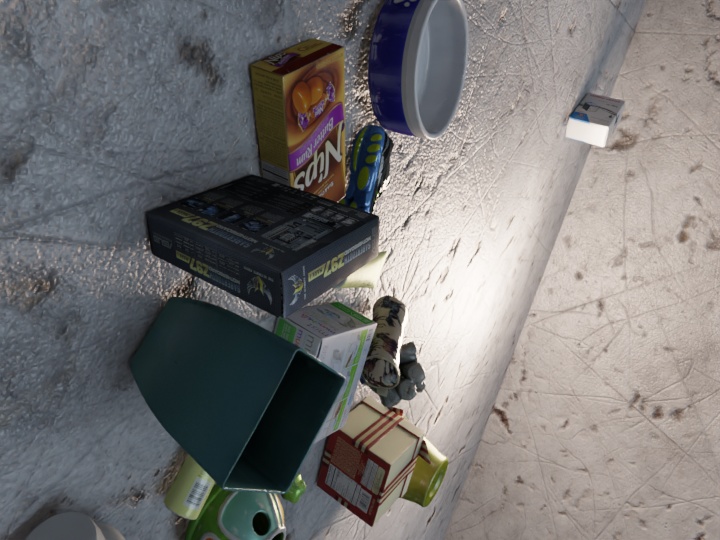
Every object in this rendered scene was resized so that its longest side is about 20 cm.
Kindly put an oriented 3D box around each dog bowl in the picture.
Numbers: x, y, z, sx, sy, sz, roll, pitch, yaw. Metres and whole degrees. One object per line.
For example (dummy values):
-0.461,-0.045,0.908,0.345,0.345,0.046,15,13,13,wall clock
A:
0.090,-0.305,0.816,0.199,0.077,0.207,-40,137,-50,dog bowl

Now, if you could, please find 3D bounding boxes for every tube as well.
0.000,0.000,0.958,0.057,0.053,0.199,-27,170,22,tube
-0.198,0.233,0.762,0.205,0.051,0.058,-63,-165,-14,tube

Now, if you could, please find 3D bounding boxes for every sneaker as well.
0.010,-0.117,0.854,0.082,0.069,0.207,4,105,-55,sneaker

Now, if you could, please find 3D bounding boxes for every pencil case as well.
0.047,0.133,1.036,0.202,0.075,0.092,-73,175,-56,pencil case

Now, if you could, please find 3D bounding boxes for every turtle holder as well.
-0.174,0.387,0.847,0.184,0.129,0.145,13,100,-63,turtle holder

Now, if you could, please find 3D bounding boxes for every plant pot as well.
0.115,0.489,1.400,0.200,0.189,0.205,-41,144,-38,plant pot
-0.146,0.122,0.611,0.144,0.196,0.142,-59,152,-10,plant pot

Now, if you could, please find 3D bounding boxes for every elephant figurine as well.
0.062,0.217,1.172,0.138,0.160,0.200,-24,174,-4,elephant figurine

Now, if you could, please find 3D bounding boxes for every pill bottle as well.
-0.300,0.356,0.611,0.110,0.108,0.205,-42,145,-37,pill bottle

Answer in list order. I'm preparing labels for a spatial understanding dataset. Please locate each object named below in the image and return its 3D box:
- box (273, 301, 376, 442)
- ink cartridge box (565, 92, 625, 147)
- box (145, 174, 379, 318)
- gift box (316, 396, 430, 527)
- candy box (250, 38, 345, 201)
-0.074,0.171,0.900,0.175,0.095,0.207,-7,118,-59,box
0.849,-0.546,1.989,0.201,0.143,0.088,-48,147,-32,ink cartridge box
-0.099,-0.036,0.571,0.156,0.195,0.053,-32,133,-47,box
0.037,0.420,1.204,0.185,0.197,0.190,-18,133,-57,gift box
-0.070,-0.163,0.685,0.116,0.055,0.205,-42,146,-40,candy box
